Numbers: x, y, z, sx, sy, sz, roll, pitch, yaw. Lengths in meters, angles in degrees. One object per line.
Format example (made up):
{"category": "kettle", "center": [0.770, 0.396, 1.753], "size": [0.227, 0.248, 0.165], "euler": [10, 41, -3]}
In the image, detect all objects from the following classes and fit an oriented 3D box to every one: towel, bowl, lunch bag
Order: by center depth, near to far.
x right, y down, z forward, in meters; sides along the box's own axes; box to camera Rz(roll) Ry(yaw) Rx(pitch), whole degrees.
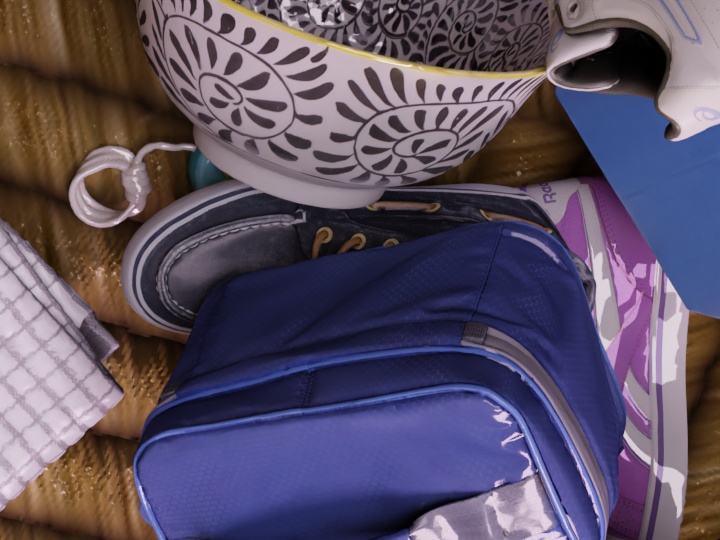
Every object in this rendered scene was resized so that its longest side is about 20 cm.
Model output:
{"category": "lunch bag", "center": [0.002, 0.079, 1.217], "size": [0.199, 0.133, 0.136], "euler": [-14, 119, 22]}
{"category": "bowl", "center": [-0.017, -0.088, 1.271], "size": [0.200, 0.201, 0.095], "euler": [12, 115, -17]}
{"category": "towel", "center": [-0.221, 0.026, 1.296], "size": [0.166, 0.086, 0.200], "euler": [-43, 109, -3]}

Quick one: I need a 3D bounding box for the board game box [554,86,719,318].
{"category": "board game box", "center": [0.188, -0.053, 1.358], "size": [0.157, 0.200, 0.039], "euler": [-23, 149, -10]}

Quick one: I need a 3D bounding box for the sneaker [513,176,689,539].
{"category": "sneaker", "center": [0.094, 0.056, 1.398], "size": [0.114, 0.073, 0.202], "euler": [0, 93, -11]}

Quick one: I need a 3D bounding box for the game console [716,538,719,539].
{"category": "game console", "center": [0.103, 0.218, 1.264], "size": [0.199, 0.116, 0.177], "euler": [-22, 94, -5]}

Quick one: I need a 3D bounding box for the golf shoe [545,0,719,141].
{"category": "golf shoe", "center": [0.099, -0.123, 1.221], "size": [0.097, 0.200, 0.078], "euler": [-41, 135, -12]}

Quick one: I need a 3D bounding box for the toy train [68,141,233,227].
{"category": "toy train", "center": [-0.042, 0.019, 1.355], "size": [0.150, 0.056, 0.201], "euler": [-30, 110, -6]}

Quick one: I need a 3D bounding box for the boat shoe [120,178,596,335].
{"category": "boat shoe", "center": [0.000, 0.000, 1.285], "size": [0.199, 0.091, 0.071], "euler": [-6, 109, -14]}
